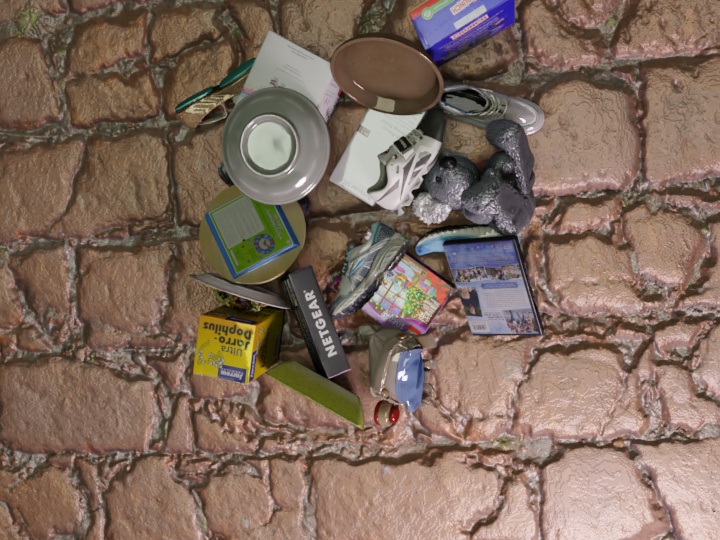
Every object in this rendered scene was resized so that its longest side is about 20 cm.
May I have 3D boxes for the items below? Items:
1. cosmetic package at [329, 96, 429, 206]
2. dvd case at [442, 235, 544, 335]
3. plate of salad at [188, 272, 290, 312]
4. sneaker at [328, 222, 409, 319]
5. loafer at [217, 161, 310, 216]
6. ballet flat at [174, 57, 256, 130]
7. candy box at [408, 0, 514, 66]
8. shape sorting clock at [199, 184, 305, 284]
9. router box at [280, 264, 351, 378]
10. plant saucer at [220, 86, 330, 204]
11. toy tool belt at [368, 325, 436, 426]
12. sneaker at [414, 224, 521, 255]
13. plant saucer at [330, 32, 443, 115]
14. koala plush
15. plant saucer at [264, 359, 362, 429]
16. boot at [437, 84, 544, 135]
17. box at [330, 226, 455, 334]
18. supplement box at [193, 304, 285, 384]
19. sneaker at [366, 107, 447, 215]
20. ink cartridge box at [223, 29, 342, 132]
[{"bbox_3d":[0.036,-0.229,1.510,0.101,0.074,0.202,30,99,6],"label":"cosmetic package"},{"bbox_3d":[0.238,0.031,1.458,0.141,0.018,0.202,-3,120,34],"label":"dvd case"},{"bbox_3d":[-0.226,0.048,1.518,0.197,0.200,0.049,19,90,8],"label":"plate of salad"},{"bbox_3d":[0.000,0.000,1.507,0.086,0.078,0.201,41,94,16],"label":"sneaker"},{"bbox_3d":[-0.188,-0.162,1.561,0.198,0.063,0.073,28,98,6],"label":"loafer"},{"bbox_3d":[-0.261,-0.332,1.567,0.198,0.071,0.066,-27,118,14],"label":"ballet flat"},{"bbox_3d":[0.177,-0.433,1.399,0.167,0.200,0.078,-28,90,11],"label":"candy box"},{"bbox_3d":[-0.197,-0.070,1.498,0.196,0.039,0.204,-2,72,7],"label":"shape sorting clock"},{"bbox_3d":[-0.086,0.096,1.521,0.050,0.149,0.203,-22,91,-11],"label":"router box"},{"bbox_3d":[-0.152,-0.214,1.410,0.196,0.050,0.204,1,97,10],"label":"plant saucer"},{"bbox_3d":[0.082,0.202,1.498,0.121,0.125,0.204,6,111,25],"label":"toy tool belt"},{"bbox_3d":[0.195,-0.037,1.498,0.196,0.078,0.092,-2,98,11],"label":"sneaker"},{"bbox_3d":[0.046,-0.333,1.377,0.196,0.201,0.030,12,68,9],"label":"plant saucer"},{"bbox_3d":[0.193,-0.148,1.435,0.197,0.184,0.180,7,64,33],"label":"koala plush"},{"bbox_3d":[-0.071,0.226,1.520,0.197,0.200,0.048,28,80,6],"label":"plant saucer"},{"bbox_3d":[0.230,-0.284,1.457,0.196,0.096,0.075,10,97,9],"label":"boot"},{"bbox_3d":[0.061,0.031,1.546,0.199,0.039,0.138,34,101,5],"label":"box"},{"bbox_3d":[-0.222,0.129,1.526,0.107,0.200,0.112,9,97,9],"label":"supplement box"},{"bbox_3d":[0.079,-0.201,1.434,0.088,0.074,0.202,23,102,-26],"label":"sneaker"},{"bbox_3d":[-0.132,-0.305,1.496,0.143,0.145,0.202,29,100,5],"label":"ink cartridge box"}]
